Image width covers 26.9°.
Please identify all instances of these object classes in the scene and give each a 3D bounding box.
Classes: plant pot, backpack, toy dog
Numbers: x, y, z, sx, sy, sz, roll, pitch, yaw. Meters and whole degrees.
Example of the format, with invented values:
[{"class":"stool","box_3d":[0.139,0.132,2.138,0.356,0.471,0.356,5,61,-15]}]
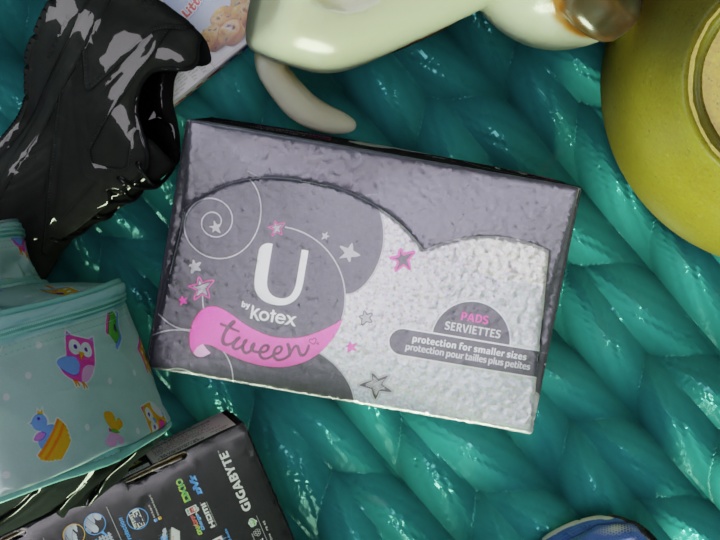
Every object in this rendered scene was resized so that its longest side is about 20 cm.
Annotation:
[{"class":"plant pot","box_3d":[0.212,-0.094,0.743,0.199,0.142,0.201,2,96,14]},{"class":"backpack","box_3d":[-0.198,0.058,0.709,0.199,0.176,0.154,-9,93,27]},{"class":"toy dog","box_3d":[0.045,-0.161,0.743,0.199,0.140,0.195,1,100,-6]}]

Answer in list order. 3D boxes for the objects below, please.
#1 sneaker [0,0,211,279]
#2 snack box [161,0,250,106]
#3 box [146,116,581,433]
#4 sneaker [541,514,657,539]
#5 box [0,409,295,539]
[{"class":"sneaker","box_3d":[-0.144,-0.055,0.785,0.091,0.076,0.200,29,113,5]},{"class":"snack box","box_3d":[-0.073,-0.158,0.818,0.200,0.024,0.072,-38,95,4]},{"class":"box","box_3d":[0.000,0.000,0.788,0.199,0.115,0.133,10,95,0]},{"class":"sneaker","box_3d":[0.092,0.218,0.821,0.079,0.089,0.200,43,94,-5]},{"class":"box","box_3d":[-0.117,0.207,0.812,0.198,0.050,0.201,-25,100,-12]}]
